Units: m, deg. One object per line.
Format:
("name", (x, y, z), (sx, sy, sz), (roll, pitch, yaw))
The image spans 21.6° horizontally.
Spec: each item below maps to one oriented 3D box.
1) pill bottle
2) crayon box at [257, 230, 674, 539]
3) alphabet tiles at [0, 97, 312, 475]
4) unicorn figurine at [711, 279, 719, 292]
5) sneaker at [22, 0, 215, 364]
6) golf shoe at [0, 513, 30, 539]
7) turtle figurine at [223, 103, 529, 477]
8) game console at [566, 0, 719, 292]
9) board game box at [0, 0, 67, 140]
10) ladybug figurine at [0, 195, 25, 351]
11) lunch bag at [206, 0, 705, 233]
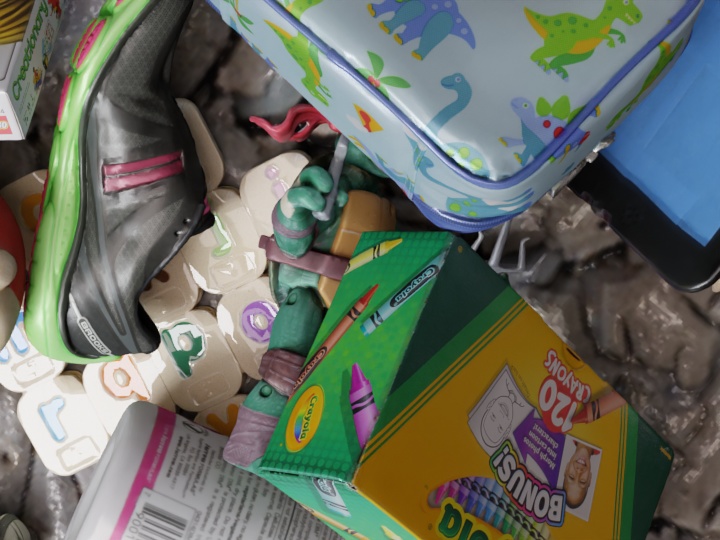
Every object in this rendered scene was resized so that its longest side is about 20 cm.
("pill bottle", (-0.043, 0.153, 0.915), (0.199, 0.113, 0.114), (25, 105, -9))
("crayon box", (0.053, 0.085, 0.837), (0.058, 0.119, 0.200), (2, 150, 43))
("alphabet tiles", (-0.093, 0.023, 0.953), (0.199, 0.015, 0.196), (-26, 98, 13))
("unicorn figurine", (0.234, -0.046, 0.854), (0.199, 0.074, 0.138), (-26, 87, 19))
("sneaker", (-0.107, -0.051, 0.903), (0.083, 0.077, 0.201), (11, 108, -11))
("golf shoe", (-0.248, 0.201, 0.998), (0.097, 0.078, 0.201), (29, 100, 19))
("turtle figurine", (0.000, 0.000, 0.881), (0.149, 0.100, 0.201), (13, 95, -38))
("game console", (0.128, -0.125, 0.827), (0.172, 0.119, 0.200), (31, 105, -18))
("board game box", (-0.244, -0.113, 0.892), (0.199, 0.127, 0.035), (-1, 138, 9))
("ladybug figurine", (-0.233, -0.014, 0.910), (0.199, 0.072, 0.136), (8, 141, 34))
("lunch bag", (0.036, -0.128, 0.784), (0.200, 0.083, 0.161), (42, 77, 10))
